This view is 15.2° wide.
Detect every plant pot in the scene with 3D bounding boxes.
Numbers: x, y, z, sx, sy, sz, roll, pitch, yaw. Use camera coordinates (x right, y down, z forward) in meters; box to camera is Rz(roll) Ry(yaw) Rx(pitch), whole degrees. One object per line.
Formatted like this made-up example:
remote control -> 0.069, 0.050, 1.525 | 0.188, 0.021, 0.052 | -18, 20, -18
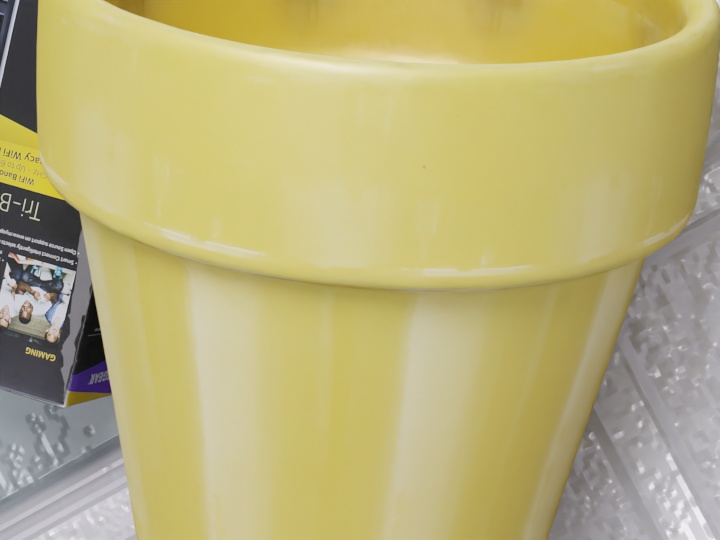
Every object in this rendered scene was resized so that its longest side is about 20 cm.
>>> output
plant pot -> 0.000, 0.000, 0.822 | 0.200, 0.201, 0.189 | 10, 110, 16

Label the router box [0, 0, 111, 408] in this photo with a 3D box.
router box -> -0.163, -0.056, 0.931 | 0.199, 0.052, 0.158 | 17, 98, 15
